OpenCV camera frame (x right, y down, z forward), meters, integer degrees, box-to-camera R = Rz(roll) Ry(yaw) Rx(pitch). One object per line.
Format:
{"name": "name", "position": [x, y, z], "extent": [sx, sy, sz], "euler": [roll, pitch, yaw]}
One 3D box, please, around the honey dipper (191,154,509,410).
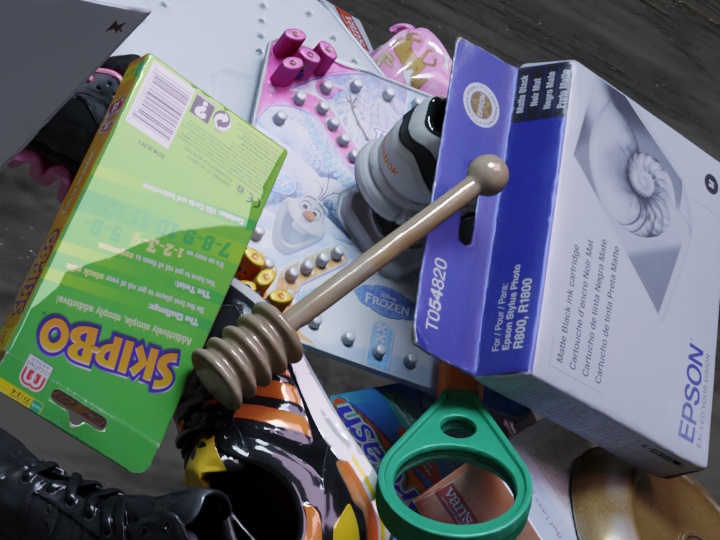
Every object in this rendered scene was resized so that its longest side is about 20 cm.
{"name": "honey dipper", "position": [0.000, 0.000, 1.124], "extent": [0.038, 0.200, 0.038], "euler": [42, -24, 25]}

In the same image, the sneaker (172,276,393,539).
{"name": "sneaker", "position": [-0.066, 0.077, 1.125], "extent": [0.200, 0.070, 0.090], "euler": [53, 31, 17]}

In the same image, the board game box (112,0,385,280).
{"name": "board game box", "position": [-0.068, -0.085, 1.307], "extent": [0.200, 0.026, 0.200], "euler": [-33, 80, -37]}

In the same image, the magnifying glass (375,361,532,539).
{"name": "magnifying glass", "position": [0.051, 0.083, 1.154], "extent": [0.079, 0.022, 0.200], "euler": [5, 35, 2]}

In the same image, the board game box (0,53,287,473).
{"name": "board game box", "position": [-0.113, -0.003, 1.106], "extent": [0.095, 0.030, 0.200], "euler": [35, 59, -24]}

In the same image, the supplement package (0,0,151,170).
{"name": "supplement package", "position": [-0.243, -0.139, 0.992], "extent": [0.147, 0.191, 0.200], "euler": [4, 48, -58]}

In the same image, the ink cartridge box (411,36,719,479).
{"name": "ink cartridge box", "position": [0.124, -0.011, 1.208], "extent": [0.200, 0.041, 0.200], "euler": [28, 58, -33]}

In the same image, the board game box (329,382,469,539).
{"name": "board game box", "position": [0.038, 0.138, 1.241], "extent": [0.152, 0.045, 0.200], "euler": [56, 25, 14]}

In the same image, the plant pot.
{"name": "plant pot", "position": [0.191, 0.181, 1.228], "extent": [0.200, 0.027, 0.200], "euler": [42, 28, -28]}

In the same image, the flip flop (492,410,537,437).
{"name": "flip flop", "position": [0.073, 0.081, 1.381], "extent": [0.081, 0.057, 0.201], "euler": [-5, 75, -51]}

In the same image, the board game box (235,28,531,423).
{"name": "board game box", "position": [0.025, -0.031, 1.281], "extent": [0.199, 0.026, 0.200], "euler": [20, 56, -16]}

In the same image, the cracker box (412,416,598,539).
{"name": "cracker box", "position": [0.121, 0.152, 1.241], "extent": [0.134, 0.058, 0.200], "euler": [57, 24, 8]}

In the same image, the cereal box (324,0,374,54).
{"name": "cereal box", "position": [-0.055, -0.159, 1.554], "extent": [0.200, 0.040, 0.144], "euler": [26, 32, -43]}

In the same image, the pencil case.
{"name": "pencil case", "position": [0.073, -0.069, 1.400], "extent": [0.200, 0.083, 0.087], "euler": [42, 62, 7]}

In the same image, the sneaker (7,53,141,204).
{"name": "sneaker", "position": [-0.157, -0.091, 1.182], "extent": [0.200, 0.095, 0.079], "euler": [35, 27, -5]}

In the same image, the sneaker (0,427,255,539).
{"name": "sneaker", "position": [-0.097, 0.118, 0.957], "extent": [0.200, 0.104, 0.060], "euler": [50, 23, 5]}

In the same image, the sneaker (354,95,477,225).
{"name": "sneaker", "position": [0.099, -0.066, 1.275], "extent": [0.199, 0.080, 0.074], "euler": [-5, 64, -31]}
